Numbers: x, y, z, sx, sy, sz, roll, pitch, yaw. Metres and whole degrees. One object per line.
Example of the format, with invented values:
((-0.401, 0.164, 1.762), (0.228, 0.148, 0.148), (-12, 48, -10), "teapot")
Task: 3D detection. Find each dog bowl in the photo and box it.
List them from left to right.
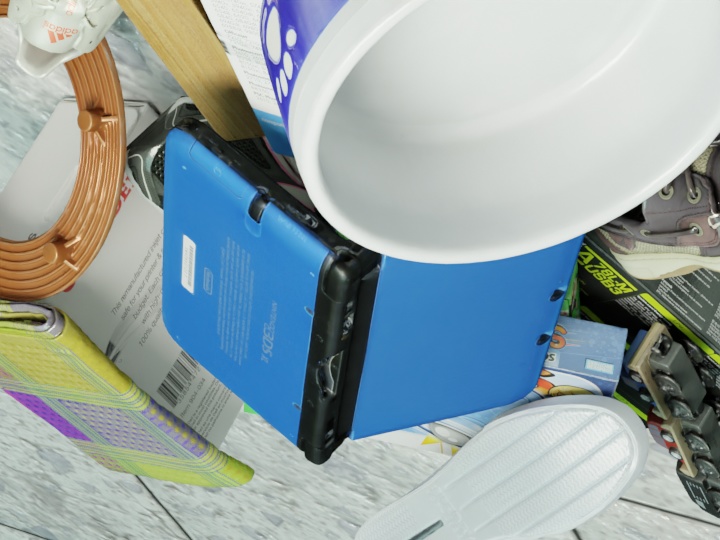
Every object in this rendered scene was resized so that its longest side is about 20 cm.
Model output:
((0.061, -0.095, 0.983), (0.200, 0.079, 0.200), (-14, 144, -10), "dog bowl")

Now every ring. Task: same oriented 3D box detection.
((-0.207, -0.081, 1.347), (0.200, 0.201, 0.019), (6, -169, 41), "ring")

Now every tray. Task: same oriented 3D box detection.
((-0.078, -0.145, 1.098), (0.037, 0.099, 0.200), (-6, 160, 11), "tray")

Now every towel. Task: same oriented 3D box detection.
((-0.168, 0.073, 1.418), (0.144, 0.023, 0.200), (4, 150, 44), "towel")

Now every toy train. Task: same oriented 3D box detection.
((0.185, 0.088, 1.311), (0.046, 0.034, 0.200), (23, 159, 34), "toy train")

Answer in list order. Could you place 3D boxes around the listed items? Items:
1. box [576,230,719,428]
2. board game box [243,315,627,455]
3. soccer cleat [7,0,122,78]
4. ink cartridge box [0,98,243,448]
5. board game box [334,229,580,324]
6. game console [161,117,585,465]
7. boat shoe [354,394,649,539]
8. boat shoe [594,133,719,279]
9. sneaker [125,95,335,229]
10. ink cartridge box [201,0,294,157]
((0.125, 0.019, 1.331), (0.200, 0.048, 0.193), (39, 152, -22), "box")
((0.037, 0.056, 1.286), (0.200, 0.035, 0.135), (11, 151, 3), "board game box")
((-0.144, -0.152, 1.192), (0.069, 0.078, 0.200), (30, 164, -3), "soccer cleat")
((-0.143, 0.007, 1.475), (0.084, 0.146, 0.200), (8, 149, 41), "ink cartridge box")
((0.023, 0.026, 1.306), (0.200, 0.029, 0.135), (7, 150, 11), "board game box")
((0.000, 0.000, 1.154), (0.171, 0.118, 0.200), (40, 153, 17), "game console")
((0.079, 0.117, 1.279), (0.200, 0.062, 0.072), (-30, 89, 34), "boat shoe")
((0.165, -0.041, 1.132), (0.065, 0.072, 0.200), (30, 163, -17), "boat shoe")
((-0.048, -0.027, 1.358), (0.200, 0.080, 0.086), (34, -171, -39), "sneaker")
((-0.015, -0.147, 1.053), (0.068, 0.116, 0.200), (16, 154, 24), "ink cartridge box")
